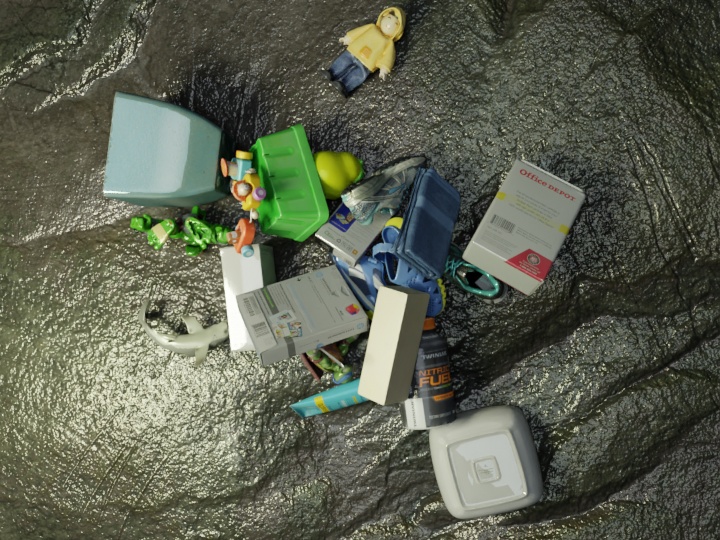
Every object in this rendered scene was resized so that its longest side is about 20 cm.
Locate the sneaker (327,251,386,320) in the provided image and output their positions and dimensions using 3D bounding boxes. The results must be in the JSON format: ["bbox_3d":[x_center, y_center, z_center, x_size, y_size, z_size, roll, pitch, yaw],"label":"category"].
[{"bbox_3d":[0.000,0.000,1.315,0.082,0.074,0.200,-34,80,-7],"label":"sneaker"}]

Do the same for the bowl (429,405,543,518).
[{"bbox_3d":[0.234,0.366,1.270,0.199,0.075,0.201,-15,86,10],"label":"bowl"}]

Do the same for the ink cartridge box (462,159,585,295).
[{"bbox_3d":[0.298,-0.080,1.229,0.145,0.083,0.200,30,70,8],"label":"ink cartridge box"}]

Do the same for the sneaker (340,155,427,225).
[{"bbox_3d":[0.053,-0.154,1.289,0.200,0.078,0.087,-33,108,-25],"label":"sneaker"}]

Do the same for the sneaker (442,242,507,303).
[{"bbox_3d":[0.188,-0.005,1.274,0.199,0.091,0.078,26,94,9],"label":"sneaker"}]

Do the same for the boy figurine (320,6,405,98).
[{"bbox_3d":[0.020,-0.429,1.323,0.200,0.064,0.124,-42,81,9],"label":"boy figurine"}]

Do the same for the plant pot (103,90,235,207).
[{"bbox_3d":[-0.356,-0.221,1.319,0.199,0.196,0.197,6,90,3],"label":"plant pot"}]

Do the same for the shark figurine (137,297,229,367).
[{"bbox_3d":[-0.366,0.143,1.369,0.213,0.090,0.129,10,57,1],"label":"shark figurine"}]

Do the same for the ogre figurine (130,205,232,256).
[{"bbox_3d":[-0.336,-0.079,1.343,0.199,0.120,0.099,-12,91,10],"label":"ogre figurine"}]

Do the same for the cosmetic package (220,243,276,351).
[{"bbox_3d":[-0.213,0.053,1.328,0.084,0.108,0.201,-6,89,8],"label":"cosmetic package"}]

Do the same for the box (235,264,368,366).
[{"bbox_3d":[-0.108,0.076,1.218,0.199,0.041,0.156,-19,45,-16],"label":"box"}]

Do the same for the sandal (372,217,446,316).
[{"bbox_3d":[0.085,0.004,1.267,0.200,0.087,0.079,57,141,0],"label":"sandal"}]

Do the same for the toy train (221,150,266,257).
[{"bbox_3d":[-0.230,-0.131,1.247,0.150,0.055,0.201,-57,42,42],"label":"toy train"}]

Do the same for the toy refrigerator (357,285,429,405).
[{"bbox_3d":[0.057,0.131,1.206,0.070,0.076,0.201,16,99,37],"label":"toy refrigerator"}]

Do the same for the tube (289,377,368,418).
[{"bbox_3d":[-0.033,0.244,1.319,0.199,0.078,0.051,-19,52,6],"label":"tube"}]

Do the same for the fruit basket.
[{"bbox_3d":[-0.102,-0.173,1.308,0.215,0.155,0.217,12,65,-28],"label":"fruit basket"}]

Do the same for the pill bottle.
[{"bbox_3d":[0.117,0.190,1.274,0.106,0.106,0.201,-8,88,9],"label":"pill bottle"}]

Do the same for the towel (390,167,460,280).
[{"bbox_3d":[0.127,-0.087,1.250,0.112,0.048,0.201,37,54,-29],"label":"towel"}]

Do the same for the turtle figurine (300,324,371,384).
[{"bbox_3d":[-0.061,0.109,1.286,0.144,0.200,0.194,-39,77,-25],"label":"turtle figurine"}]

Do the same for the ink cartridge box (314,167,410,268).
[{"bbox_3d":[0.005,-0.105,1.308,0.095,0.037,0.200,34,65,8],"label":"ink cartridge box"}]
